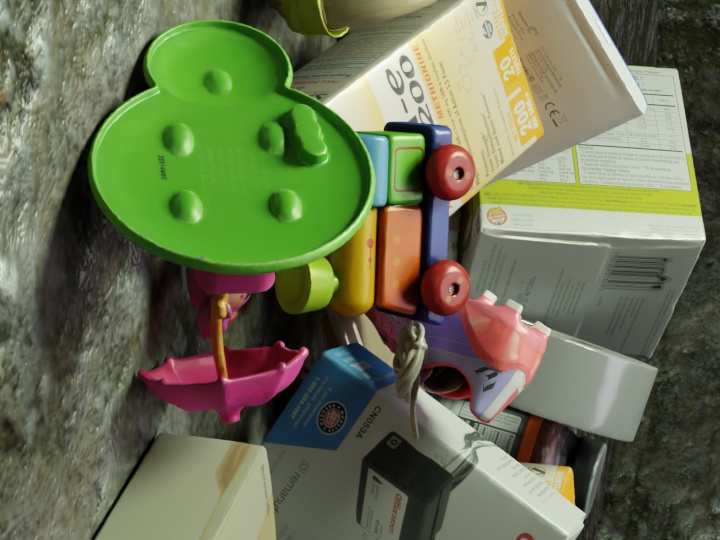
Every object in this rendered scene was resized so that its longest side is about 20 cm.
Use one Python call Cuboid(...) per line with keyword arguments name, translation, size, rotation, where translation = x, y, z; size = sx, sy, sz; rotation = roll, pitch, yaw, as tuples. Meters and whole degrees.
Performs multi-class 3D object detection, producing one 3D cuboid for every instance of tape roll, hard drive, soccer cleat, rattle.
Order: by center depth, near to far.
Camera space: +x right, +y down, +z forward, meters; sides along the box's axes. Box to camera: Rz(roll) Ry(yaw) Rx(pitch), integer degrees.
Cuboid(name="rattle", translation=(0.028, -0.239, 1.140), size=(0.130, 0.199, 0.143), rotation=(-153, -136, -77))
Cuboid(name="soccer cleat", translation=(0.045, 0.043, 1.157), size=(0.067, 0.200, 0.077), rotation=(40, 78, -32))
Cuboid(name="hard drive", translation=(0.094, -0.135, 1.310), size=(0.132, 0.199, 0.025), rotation=(56, 31, -17))
Cuboid(name="tape roll", translation=(0.143, 0.079, 1.465), size=(0.200, 0.200, 0.066), rotation=(15, 94, -75))

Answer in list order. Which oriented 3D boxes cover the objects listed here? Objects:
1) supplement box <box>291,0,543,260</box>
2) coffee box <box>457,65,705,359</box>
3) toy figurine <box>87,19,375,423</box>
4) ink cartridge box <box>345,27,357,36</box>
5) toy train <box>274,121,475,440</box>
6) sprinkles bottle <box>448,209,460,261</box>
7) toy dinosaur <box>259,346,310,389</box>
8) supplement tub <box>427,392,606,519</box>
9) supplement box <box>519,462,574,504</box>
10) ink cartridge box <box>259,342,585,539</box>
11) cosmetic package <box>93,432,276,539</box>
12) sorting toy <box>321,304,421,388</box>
Cuboid(name="supplement box", translation=(0.030, -0.102, 1.200), size=(0.200, 0.073, 0.126), rotation=(-41, 121, -37))
Cuboid(name="coffee box", translation=(0.182, -0.056, 1.607), size=(0.200, 0.199, 0.198), rotation=(103, -13, -55))
Cuboid(name="toy figurine", translation=(-0.081, -0.008, 0.991), size=(0.185, 0.149, 0.200), rotation=(100, -17, -44))
Cuboid(name="ink cartridge box", translation=(0.083, -0.239, 1.391), size=(0.086, 0.147, 0.200), rotation=(61, 31, -28))
Cuboid(name="toy train", translation=(-0.001, 0.011, 1.065), size=(0.115, 0.085, 0.201), rotation=(-3, 100, -38))
Cuboid(name="sprinkles bottle", translation=(0.055, -0.045, 1.540), size=(0.068, 0.068, 0.201), rotation=(-28, 123, -73))
Cuboid(name="toy dinosaur", translation=(-0.006, 0.103, 1.326), size=(0.182, 0.105, 0.201), rotation=(-85, 167, -66))
Cuboid(name="supplement tub", translation=(0.113, 0.160, 1.562), size=(0.107, 0.199, 0.107), rotation=(16, 90, -78))
Cuboid(name="supplement box", translation=(0.064, 0.214, 1.410), size=(0.126, 0.199, 0.074), rotation=(-66, 154, -51))
Cuboid(name="ink cartridge box", translation=(0.026, 0.165, 1.166), size=(0.145, 0.200, 0.084), rotation=(-56, 168, 9))
Cuboid(name="cosmetic package", translation=(-0.111, 0.191, 0.985), size=(0.200, 0.071, 0.106), rotation=(-63, 154, -54))
Cuboid(name="sorting toy", translation=(0.000, 0.000, 1.305), size=(0.201, 0.036, 0.185), rotation=(67, 23, -13))
